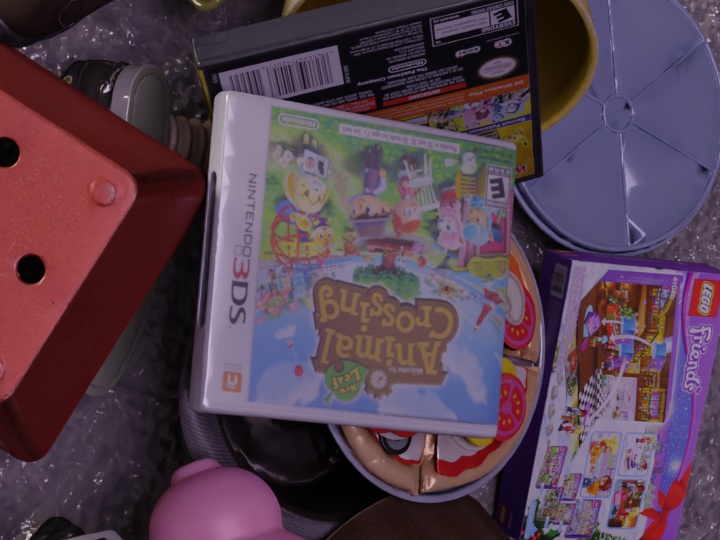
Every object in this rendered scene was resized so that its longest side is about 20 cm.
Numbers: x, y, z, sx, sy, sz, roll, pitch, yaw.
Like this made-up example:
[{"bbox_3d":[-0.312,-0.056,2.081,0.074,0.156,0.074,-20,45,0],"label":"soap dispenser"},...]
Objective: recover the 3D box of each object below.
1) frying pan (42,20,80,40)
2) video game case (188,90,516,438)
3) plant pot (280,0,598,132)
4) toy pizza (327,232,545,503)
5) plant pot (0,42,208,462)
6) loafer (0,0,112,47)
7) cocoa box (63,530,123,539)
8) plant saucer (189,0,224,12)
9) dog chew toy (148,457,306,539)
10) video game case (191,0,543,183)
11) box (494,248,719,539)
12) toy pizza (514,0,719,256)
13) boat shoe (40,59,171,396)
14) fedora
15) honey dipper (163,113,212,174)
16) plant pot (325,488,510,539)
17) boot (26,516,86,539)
[{"bbox_3d":[-0.232,-0.191,1.092,0.189,0.031,0.115,4,109,-25],"label":"frying pan"},{"bbox_3d":[0.000,0.000,1.104,0.199,0.022,0.183,8,83,-29],"label":"video game case"},{"bbox_3d":[0.047,-0.186,1.194,0.199,0.200,0.143,21,51,-26],"label":"plant pot"},{"bbox_3d":[0.051,0.044,1.170,0.200,0.032,0.201,3,85,-40],"label":"toy pizza"},{"bbox_3d":[-0.208,-0.023,1.004,0.200,0.176,0.200,33,86,-5],"label":"plant pot"},{"bbox_3d":[-0.132,-0.191,1.074,0.200,0.071,0.073,-49,119,-36],"label":"loafer"},{"bbox_3d":[-0.150,0.244,0.987,0.133,0.200,0.132,-9,110,-26],"label":"cocoa box"},{"bbox_3d":[-0.106,-0.296,1.174,0.200,0.048,0.200,48,70,-20],"label":"plant saucer"},{"bbox_3d":[-0.061,0.204,1.074,0.124,0.125,0.201,-16,77,-27],"label":"dog chew toy"},{"bbox_3d":[0.010,-0.096,1.142,0.199,0.181,0.026,-14,54,-2],"label":"video game case"},{"bbox_3d":[0.175,0.090,1.307,0.136,0.039,0.201,5,101,-28],"label":"box"},{"bbox_3d":[0.173,-0.109,1.323,0.199,0.032,0.201,0,90,-29],"label":"toy pizza"},{"bbox_3d":[-0.162,-0.027,1.142,0.072,0.060,0.202,9,90,-67],"label":"boat shoe"},{"bbox_3d":[-0.045,0.075,1.185,0.200,0.090,0.177,44,73,-28],"label":"fedora"},{"bbox_3d":[-0.041,-0.066,1.217,0.199,0.038,0.038,10,86,-29],"label":"honey dipper"},{"bbox_3d":[0.072,0.264,1.151,0.186,0.200,0.188,-21,129,-29],"label":"plant pot"},{"bbox_3d":[-0.232,0.185,1.090,0.158,0.079,0.212,-34,116,-17],"label":"boot"}]
